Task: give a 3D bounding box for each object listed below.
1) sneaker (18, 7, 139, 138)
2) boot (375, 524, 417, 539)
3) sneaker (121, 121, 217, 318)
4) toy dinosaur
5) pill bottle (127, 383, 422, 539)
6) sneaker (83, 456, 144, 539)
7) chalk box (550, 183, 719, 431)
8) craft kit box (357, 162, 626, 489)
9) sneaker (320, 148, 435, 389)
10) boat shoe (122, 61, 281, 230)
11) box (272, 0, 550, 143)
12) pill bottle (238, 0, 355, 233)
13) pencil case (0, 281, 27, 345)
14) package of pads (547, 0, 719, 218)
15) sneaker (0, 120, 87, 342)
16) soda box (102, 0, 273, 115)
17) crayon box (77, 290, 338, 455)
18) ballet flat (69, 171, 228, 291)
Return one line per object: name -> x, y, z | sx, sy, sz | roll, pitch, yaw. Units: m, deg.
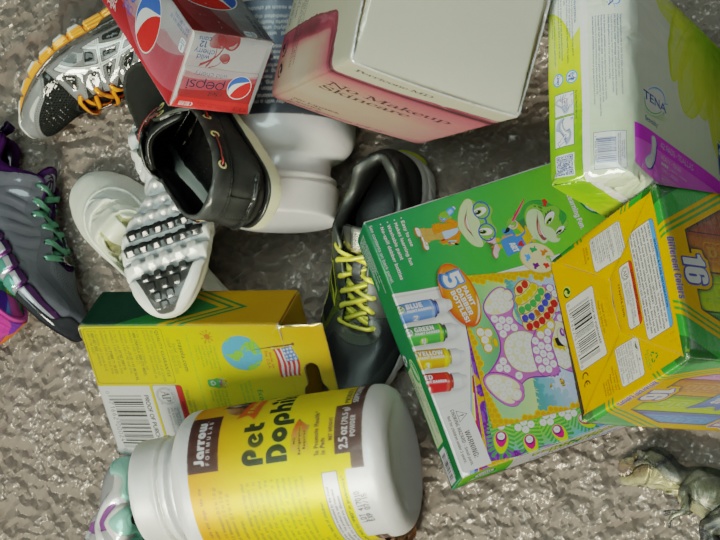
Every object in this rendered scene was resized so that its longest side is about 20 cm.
sneaker -> -0.196, -0.169, 1.469 | 0.200, 0.078, 0.077 | -39, 75, 9
boot -> -0.051, 0.249, 1.352 | 0.107, 0.075, 0.201 | 28, 83, 25
sneaker -> -0.137, -0.038, 1.388 | 0.075, 0.081, 0.201 | -12, 48, 12
toy dinosaur -> 0.266, 0.186, 1.259 | 0.199, 0.047, 0.089 | 16, 80, 18
pill bottle -> -0.062, 0.148, 1.297 | 0.198, 0.109, 0.110 | -10, 78, 15
sneaker -> -0.226, 0.248, 1.407 | 0.139, 0.078, 0.202 | -5, 79, 18
chalk box -> 0.251, 0.031, 1.218 | 0.124, 0.199, 0.125 | -41, 51, 52
craft kit box -> 0.123, 0.031, 1.293 | 0.196, 0.049, 0.201 | -17, 74, -15
sneaker -> 0.000, 0.000, 1.363 | 0.074, 0.085, 0.202 | 8, 84, 21
boat shoe -> -0.130, -0.102, 1.328 | 0.202, 0.063, 0.074 | 51, 123, 42
box -> 0.032, -0.164, 1.251 | 0.127, 0.200, 0.110 | 16, 84, -16
pill bottle -> -0.062, -0.136, 1.390 | 0.119, 0.120, 0.202 | -3, 79, 19
pencil case -> -0.369, 0.069, 1.485 | 0.200, 0.088, 0.089 | -39, 71, 8
package of pads -> 0.197, -0.110, 1.243 | 0.068, 0.200, 0.156 | -9, 73, 30
sneaker -> -0.268, -0.035, 1.475 | 0.087, 0.074, 0.200 | -43, 70, 2
soda box -> -0.137, -0.194, 1.342 | 0.200, 0.070, 0.064 | 55, 132, 47
crayon box -> -0.102, 0.080, 1.369 | 0.198, 0.051, 0.128 | 0, 122, 20
ballet flat -> -0.172, -0.016, 1.439 | 0.069, 0.069, 0.200 | -47, 69, 7
